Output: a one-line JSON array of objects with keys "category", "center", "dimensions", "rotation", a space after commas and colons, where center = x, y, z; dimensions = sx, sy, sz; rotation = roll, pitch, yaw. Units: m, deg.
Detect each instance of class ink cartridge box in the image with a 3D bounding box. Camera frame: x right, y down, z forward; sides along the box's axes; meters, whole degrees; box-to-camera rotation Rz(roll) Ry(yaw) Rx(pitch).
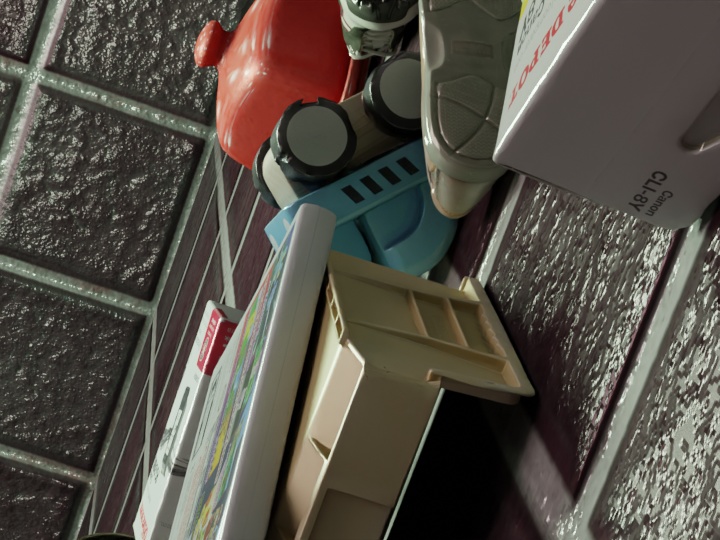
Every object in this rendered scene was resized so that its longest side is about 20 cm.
[{"category": "ink cartridge box", "center": [0.123, -0.140, 0.744], "dimensions": [0.145, 0.083, 0.201], "rotation": [121, 164, -53]}, {"category": "ink cartridge box", "center": [-0.108, 0.136, 1.553], "dimensions": [0.145, 0.083, 0.201], "rotation": [-153, 82, -80]}]

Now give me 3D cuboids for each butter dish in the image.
[{"category": "butter dish", "center": [-0.076, -0.181, 1.783], "dimensions": [0.200, 0.147, 0.200], "rotation": [121, 164, -52]}]

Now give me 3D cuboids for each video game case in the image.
[{"category": "video game case", "center": [-0.063, 0.094, 0.999], "dimensions": [0.182, 0.023, 0.201], "rotation": [121, 165, -54]}]

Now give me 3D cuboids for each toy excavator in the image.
[{"category": "toy excavator", "center": [0.000, 0.000, 1.172], "dimensions": [0.194, 0.201, 0.100], "rotation": [-28, -3, -16]}]

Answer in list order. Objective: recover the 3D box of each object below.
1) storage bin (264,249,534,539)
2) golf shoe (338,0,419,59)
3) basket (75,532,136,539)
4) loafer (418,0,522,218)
[{"category": "storage bin", "center": [-0.004, 0.109, 0.976], "dimensions": [0.199, 0.093, 0.201], "rotation": [-108, 38, -73]}, {"category": "golf shoe", "center": [0.019, -0.204, 1.569], "dimensions": [0.200, 0.077, 0.089], "rotation": [-95, 5, -73]}, {"category": "basket", "center": [-0.205, 0.343, 1.584], "dimensions": [0.181, 0.135, 0.201], "rotation": [-113, 32, -44]}, {"category": "loafer", "center": [0.061, -0.121, 1.130], "dimensions": [0.063, 0.072, 0.201], "rotation": [109, 171, -55]}]
